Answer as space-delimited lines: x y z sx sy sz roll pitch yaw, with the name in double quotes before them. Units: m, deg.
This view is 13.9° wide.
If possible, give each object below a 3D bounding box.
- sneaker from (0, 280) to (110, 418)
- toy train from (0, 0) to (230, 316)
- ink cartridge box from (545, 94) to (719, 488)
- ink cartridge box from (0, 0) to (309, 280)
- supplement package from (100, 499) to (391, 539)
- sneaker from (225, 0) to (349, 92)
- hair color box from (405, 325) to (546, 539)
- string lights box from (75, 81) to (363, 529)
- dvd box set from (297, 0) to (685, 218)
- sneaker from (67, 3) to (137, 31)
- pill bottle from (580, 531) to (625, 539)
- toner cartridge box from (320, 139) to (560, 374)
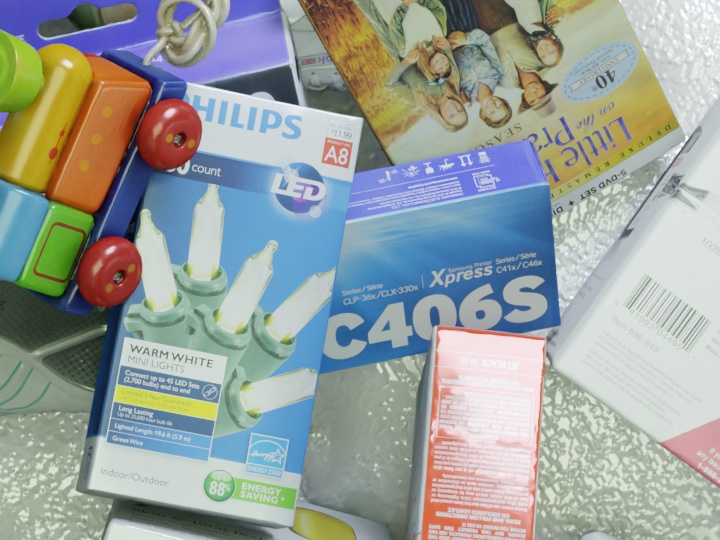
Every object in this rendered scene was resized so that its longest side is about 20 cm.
"sneaker" -0.172 0.041 1.501 0.200 0.080 0.071 10 55 9
"toy train" -0.135 -0.086 1.364 0.116 0.085 0.201 18 98 -49
"ink cartridge box" 0.210 0.005 1.551 0.145 0.085 0.200 36 94 -5
"ink cartridge box" -0.122 -0.059 1.505 0.197 0.043 0.200 -13 126 0
"supplement package" -0.070 0.197 1.495 0.151 0.200 0.151 15 94 -4
"sneaker" -0.021 -0.119 1.535 0.200 0.075 0.100 -28 95 0
"hair color box" 0.054 0.142 1.506 0.064 0.111 0.201 7 69 -2
"string lights box" -0.068 0.017 1.432 0.102 0.059 0.201 11 83 -10
"dvd box set" 0.066 -0.109 1.517 0.146 0.029 0.200 -29 124 1
"sneaker" -0.191 -0.181 1.529 0.090 0.067 0.201 -32 89 0
"pill bottle" 0.124 0.248 1.553 0.112 0.112 0.201 25 93 -4
"toner cartridge box" 0.000 0.000 1.519 0.199 0.043 0.095 -12 126 -4
